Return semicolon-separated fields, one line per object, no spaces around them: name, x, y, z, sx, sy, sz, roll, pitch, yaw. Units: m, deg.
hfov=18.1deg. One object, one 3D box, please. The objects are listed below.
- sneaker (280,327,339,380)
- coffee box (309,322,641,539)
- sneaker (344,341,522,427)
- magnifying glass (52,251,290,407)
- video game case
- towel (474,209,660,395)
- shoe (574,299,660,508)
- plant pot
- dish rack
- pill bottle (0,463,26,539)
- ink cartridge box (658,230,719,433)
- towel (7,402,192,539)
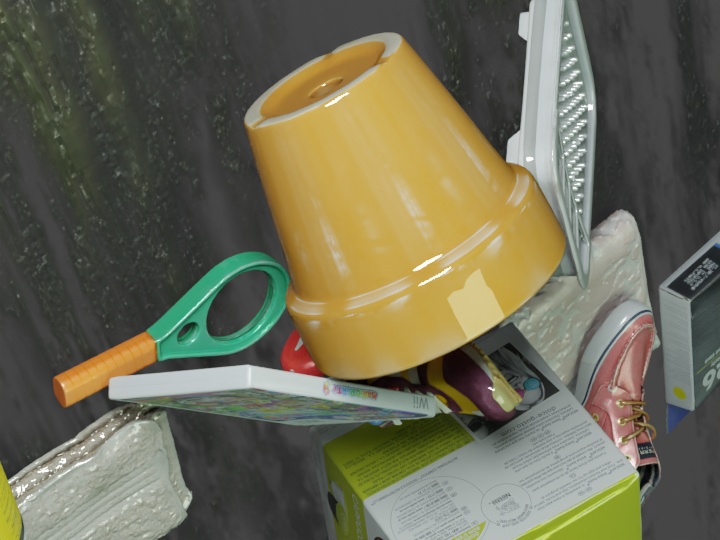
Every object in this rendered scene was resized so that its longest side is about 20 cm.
sneaker;0.000;0.000;1.714;0.200;0.077;0.085;-50;132;-13
coffee box;0.098;0.209;1.846;0.199;0.198;0.200;-26;138;-15
sneaker;0.043;0.090;1.716;0.090;0.200;0.075;-46;120;-11
magnifying glass;-0.134;0.047;1.641;0.199;0.022;0.080;-25;136;-27
video game case;-0.062;0.092;1.631;0.199;0.143;0.018;12;75;-48
towel;0.178;0.066;1.973;0.200;0.032;0.191;-41;142;-15
shoe;0.233;0.131;1.984;0.071;0.091;0.201;-5;123;-46
plant pot;0.016;-0.056;1.564;0.200;0.200;0.184;-35;110;-20
dish rack;0.146;-0.104;1.708;0.172;0.043;0.201;67;25;-52
pill bottle;-0.293;0.129;1.471;0.111;0.111;0.201;-34;139;-21
ink cartridge box;0.357;0.036;2.107;0.197;0.047;0.201;-40;140;-27
towel;-0.216;0.188;1.665;0.200;0.034;0.133;-34;139;-21
